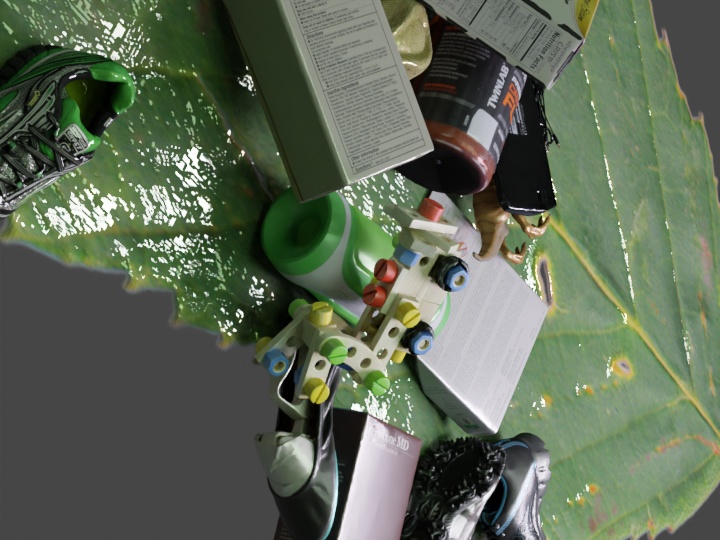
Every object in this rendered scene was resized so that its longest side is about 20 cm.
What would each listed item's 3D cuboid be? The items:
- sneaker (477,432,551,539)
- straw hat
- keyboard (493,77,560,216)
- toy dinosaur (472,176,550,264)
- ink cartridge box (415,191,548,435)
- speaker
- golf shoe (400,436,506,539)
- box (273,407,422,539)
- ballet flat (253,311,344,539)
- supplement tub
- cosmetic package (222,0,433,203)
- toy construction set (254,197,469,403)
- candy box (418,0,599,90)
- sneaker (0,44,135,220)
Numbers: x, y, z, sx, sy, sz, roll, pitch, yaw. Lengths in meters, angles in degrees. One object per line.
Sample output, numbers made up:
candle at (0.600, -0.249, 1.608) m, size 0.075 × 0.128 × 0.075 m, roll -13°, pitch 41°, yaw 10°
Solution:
sneaker at (0.155, 0.276, 1.515) m, size 0.081 × 0.073 × 0.202 m, roll -6°, pitch 93°, yaw -37°
straw hat at (0.016, -0.200, 1.243) m, size 0.200 × 0.084 × 0.204 m, roll -9°, pitch 101°, yaw -54°
keyboard at (0.151, -0.146, 1.445) m, size 0.103 × 0.040 × 0.202 m, roll 4°, pitch 70°, yaw -37°
toy dinosaur at (0.133, -0.047, 1.422) m, size 0.106 × 0.060 × 0.201 m, roll 33°, pitch 38°, yaw -25°
ink cartridge box at (0.092, 0.042, 1.426) m, size 0.200 × 0.050 × 0.162 m, roll 43°, pitch 57°, yaw -26°
speaker at (0.000, 0.000, 1.240) m, size 0.200 × 0.088 × 0.089 m, roll 36°, pitch 65°, yaw -49°
golf shoe at (0.078, 0.246, 1.402) m, size 0.200 × 0.077 × 0.095 m, roll -45°, pitch 146°, yaw -40°
box at (-0.018, 0.228, 1.252) m, size 0.100 × 0.074 × 0.202 m, roll 31°, pitch 67°, yaw -51°
ballet flat at (-0.055, 0.127, 1.202) m, size 0.068 × 0.068 × 0.202 m, roll 20°, pitch 67°, yaw -43°
supplement tub at (0.101, -0.179, 1.346) m, size 0.107 × 0.106 × 0.202 m, roll 45°, pitch 58°, yaw -47°
cosmetic package at (-0.030, -0.167, 1.133) m, size 0.103 × 0.073 × 0.202 m, roll -23°, pitch 94°, yaw -38°
toy construction set at (0.015, 0.018, 1.139) m, size 0.130 × 0.093 × 0.200 m, roll 16°, pitch 124°, yaw -37°
candy box at (0.112, -0.261, 1.265) m, size 0.199 × 0.061 × 0.137 m, roll 34°, pitch 34°, yaw -5°
sneaker at (-0.223, -0.082, 0.920) m, size 0.201 × 0.085 × 0.078 m, roll -55°, pitch 134°, yaw -35°
